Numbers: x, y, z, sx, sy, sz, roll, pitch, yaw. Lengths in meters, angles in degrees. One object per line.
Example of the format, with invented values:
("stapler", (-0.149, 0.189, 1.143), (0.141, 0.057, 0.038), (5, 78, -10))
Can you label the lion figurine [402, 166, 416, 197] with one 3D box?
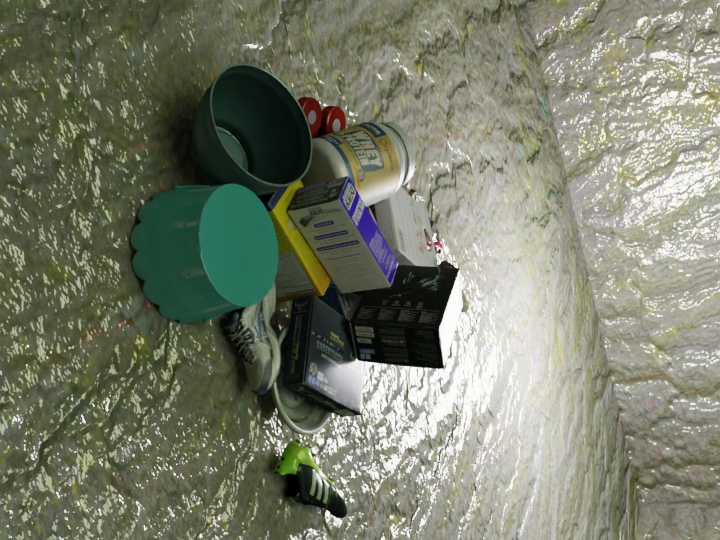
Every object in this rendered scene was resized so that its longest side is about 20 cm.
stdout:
("lion figurine", (0.096, -0.177, 1.707), (0.124, 0.070, 0.203), (96, 4, -49))

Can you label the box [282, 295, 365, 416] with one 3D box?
("box", (-0.058, 0.157, 1.296), (0.200, 0.050, 0.162), (41, 46, -50))

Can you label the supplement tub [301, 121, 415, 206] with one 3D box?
("supplement tub", (-0.008, -0.187, 1.323), (0.197, 0.143, 0.148), (-26, 105, -37))

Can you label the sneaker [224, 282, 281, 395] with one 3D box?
("sneaker", (-0.187, 0.102, 1.190), (0.084, 0.076, 0.206), (10, 66, -46))

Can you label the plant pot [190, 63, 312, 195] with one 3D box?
("plant pot", (-0.192, -0.207, 1.166), (0.197, 0.133, 0.206), (21, 59, -39))

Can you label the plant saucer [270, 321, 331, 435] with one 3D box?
("plant saucer", (-0.112, 0.190, 1.294), (0.199, 0.049, 0.206), (22, 64, -56))

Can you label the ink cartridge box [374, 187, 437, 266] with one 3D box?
("ink cartridge box", (0.096, -0.082, 1.533), (0.175, 0.044, 0.204), (35, 39, -46))

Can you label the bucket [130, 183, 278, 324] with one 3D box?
("bucket", (-0.225, -0.029, 1.086), (0.206, 0.132, 0.214), (18, 68, -56))

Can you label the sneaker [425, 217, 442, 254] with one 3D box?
("sneaker", (0.141, -0.083, 1.755), (0.199, 0.069, 0.101), (-5, 85, -65))

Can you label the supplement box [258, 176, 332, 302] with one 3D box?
("supplement box", (-0.132, -0.059, 1.270), (0.203, 0.106, 0.111), (61, 37, -30))

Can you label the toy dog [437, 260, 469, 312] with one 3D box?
("toy dog", (0.169, 0.037, 1.648), (0.197, 0.137, 0.200), (61, -6, 0))

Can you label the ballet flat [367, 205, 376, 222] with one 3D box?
("ballet flat", (0.040, -0.079, 1.544), (0.204, 0.062, 0.068), (64, 22, 8))

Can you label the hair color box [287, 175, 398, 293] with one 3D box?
("hair color box", (-0.027, -0.056, 1.237), (0.202, 0.107, 0.066), (57, 39, -36))

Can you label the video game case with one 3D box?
("video game case", (-0.002, 0.089, 1.504), (0.181, 0.044, 0.205), (-35, 112, -57))

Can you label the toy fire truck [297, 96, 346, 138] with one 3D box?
("toy fire truck", (-0.118, -0.232, 1.354), (0.198, 0.110, 0.173), (0, 101, -58))

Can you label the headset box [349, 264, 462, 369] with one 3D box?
("headset box", (0.093, 0.076, 1.363), (0.202, 0.169, 0.095), (-64, 149, -50))

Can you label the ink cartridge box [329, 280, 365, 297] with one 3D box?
("ink cartridge box", (0.000, 0.000, 1.422), (0.198, 0.039, 0.102), (21, 86, -55))

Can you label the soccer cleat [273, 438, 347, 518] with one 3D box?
("soccer cleat", (-0.089, 0.387, 1.284), (0.081, 0.066, 0.202), (-50, 125, -29))
